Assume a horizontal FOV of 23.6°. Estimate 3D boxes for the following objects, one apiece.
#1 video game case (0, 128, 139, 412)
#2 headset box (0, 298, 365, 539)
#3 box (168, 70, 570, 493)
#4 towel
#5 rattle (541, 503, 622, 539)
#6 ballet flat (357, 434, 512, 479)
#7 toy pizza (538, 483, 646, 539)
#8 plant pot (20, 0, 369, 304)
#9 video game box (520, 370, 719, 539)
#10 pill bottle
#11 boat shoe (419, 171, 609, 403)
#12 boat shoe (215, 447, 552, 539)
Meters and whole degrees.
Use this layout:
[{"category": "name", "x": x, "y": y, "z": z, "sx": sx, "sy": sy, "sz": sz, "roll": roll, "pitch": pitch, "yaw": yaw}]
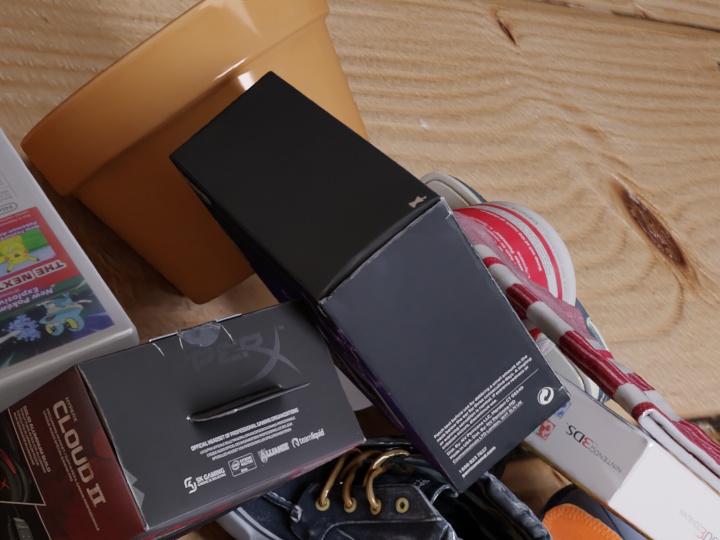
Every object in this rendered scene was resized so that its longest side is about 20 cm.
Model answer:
[{"category": "video game case", "x": -0.225, "y": 0.016, "z": 0.777, "sx": 0.199, "sy": 0.023, "sz": 0.182, "roll": -21, "pitch": 45, "yaw": -21}, {"category": "headset box", "x": -0.106, "y": 0.087, "z": 0.761, "sx": 0.148, "sy": 0.199, "sz": 0.076, "roll": -15, "pitch": 78, "yaw": -53}, {"category": "box", "x": 0.000, "y": 0.000, "z": 0.867, "sx": 0.142, "sy": 0.079, "sz": 0.200, "roll": 57, "pitch": -9, "yaw": -33}, {"category": "towel", "x": 0.134, "y": 0.049, "z": 0.972, "sx": 0.144, "sy": 0.023, "sz": 0.200, "roll": 37, "pitch": 7, "yaw": -44}, {"category": "rattle", "x": 0.195, "y": 0.193, "z": 0.898, "sx": 0.130, "sy": 0.142, "sz": 0.201, "roll": -51, "pitch": 125, "yaw": -45}, {"category": "ballet flat", "x": 0.003, "y": 0.115, "z": 0.977, "sx": 0.199, "sy": 0.057, "sz": 0.067, "roll": -7, "pitch": 56, "yaw": -41}, {"category": "toy pizza", "x": 0.183, "y": 0.217, "z": 1.063, "sx": 0.199, "sy": 0.032, "sz": 0.201, "roll": 27, "pitch": 35, "yaw": -20}, {"category": "plant pot", "x": -0.081, "y": -0.074, "z": 1.024, "sx": 0.141, "sy": 0.199, "sz": 0.200, "roll": 56, "pitch": 32, "yaw": -5}, {"category": "video game box", "x": 0.131, "y": 0.101, "z": 0.981, "sx": 0.182, "sy": 0.047, "sz": 0.200, "roll": 33, "pitch": -3, "yaw": 42}, {"category": "pill bottle", "x": 0.044, "y": 0.024, "z": 1.084, "sx": 0.112, "sy": 0.112, "sz": 0.199, "roll": 50, "pitch": 33, "yaw": 17}, {"category": "boat shoe", "x": 0.109, "y": 0.013, "z": 1.200, "sx": 0.200, "sy": 0.075, "sz": 0.062, "roll": 50, "pitch": 35, "yaw": 14}, {"category": "boat shoe", "x": 0.005, "y": 0.116, "z": 0.879, "sx": 0.199, "sy": 0.091, "sz": 0.071, "roll": 31, "pitch": 44, "yaw": 8}]
